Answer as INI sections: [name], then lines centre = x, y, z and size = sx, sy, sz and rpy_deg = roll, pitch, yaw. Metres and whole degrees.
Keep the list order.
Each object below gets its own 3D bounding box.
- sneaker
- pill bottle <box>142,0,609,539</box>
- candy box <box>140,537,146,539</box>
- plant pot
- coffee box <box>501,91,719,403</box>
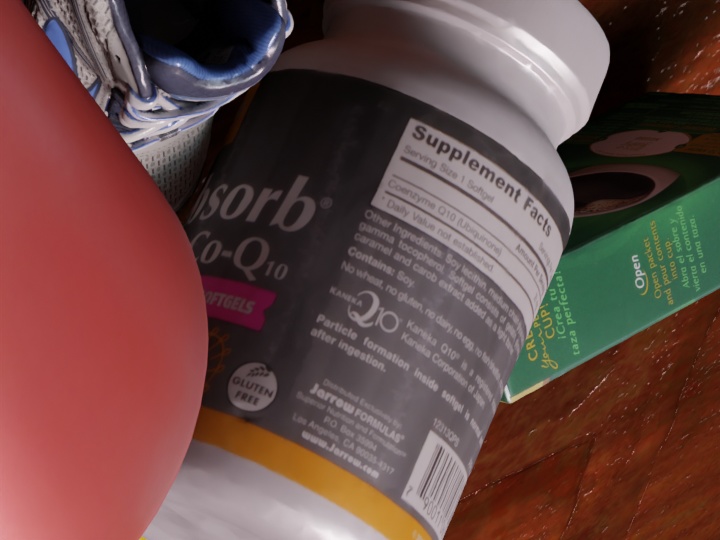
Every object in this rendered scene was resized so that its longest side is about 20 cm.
[sneaker]
centre = -0.063, -0.067, 0.740
size = 0.077, 0.085, 0.200
rpy_deg = -34, 150, -21
[pill bottle]
centre = 0.000, 0.000, 0.824
size = 0.201, 0.116, 0.116
rpy_deg = -66, 157, -18
[candy box]
centre = -0.039, 0.078, 0.958
size = 0.026, 0.103, 0.200
rpy_deg = -13, 171, 35
[plant pot]
centre = -0.151, -0.018, 0.599
size = 0.200, 0.200, 0.178
rpy_deg = -38, 141, -15
[coffee box]
centre = 0.085, -0.014, 0.974
size = 0.200, 0.123, 0.044
rpy_deg = -26, 111, -33
